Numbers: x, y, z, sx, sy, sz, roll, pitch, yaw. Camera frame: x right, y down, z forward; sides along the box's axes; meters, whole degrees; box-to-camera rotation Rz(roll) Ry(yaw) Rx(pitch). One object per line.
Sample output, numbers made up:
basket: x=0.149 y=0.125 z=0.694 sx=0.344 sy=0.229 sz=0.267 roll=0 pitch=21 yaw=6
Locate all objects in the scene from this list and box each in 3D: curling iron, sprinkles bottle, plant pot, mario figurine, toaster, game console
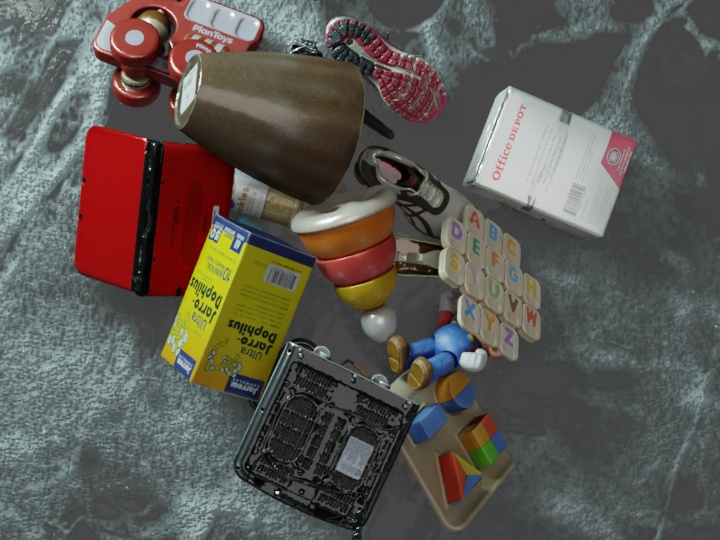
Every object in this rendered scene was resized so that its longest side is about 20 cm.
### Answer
curling iron: x=-0.024 y=-0.241 z=1.467 sx=0.049 sy=0.026 sz=0.200 roll=-33 pitch=120 yaw=30
sprinkles bottle: x=-0.174 y=-0.115 z=1.458 sx=0.197 sy=0.068 sz=0.069 roll=16 pitch=87 yaw=-6
plant pot: x=-0.125 y=-0.197 z=1.345 sx=0.198 sy=0.186 sz=0.190 roll=13 pitch=87 yaw=-26
mario figurine: x=0.133 y=0.080 z=1.449 sx=0.198 sy=0.106 sz=0.125 roll=-21 pitch=79 yaw=-35
toaster: x=-0.045 y=0.205 z=1.307 sx=0.179 sy=0.119 sz=0.202 roll=25 pitch=88 yaw=-4
game console: x=-0.271 y=-0.078 z=1.419 sx=0.170 sy=0.118 sz=0.203 roll=1 pitch=106 yaw=-31

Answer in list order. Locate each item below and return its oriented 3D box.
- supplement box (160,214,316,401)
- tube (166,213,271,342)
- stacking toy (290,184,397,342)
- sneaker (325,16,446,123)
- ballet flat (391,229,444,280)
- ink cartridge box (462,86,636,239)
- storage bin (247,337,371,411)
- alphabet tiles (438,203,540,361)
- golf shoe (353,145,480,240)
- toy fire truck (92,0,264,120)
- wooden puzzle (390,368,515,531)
supplement box: x=-0.159 y=0.048 z=1.390 sx=0.109 sy=0.109 sz=0.202 roll=20 pitch=93 yaw=-35
tube: x=-0.188 y=0.026 z=1.468 sx=0.077 sy=0.050 sz=0.201 roll=35 pitch=81 yaw=-6
stacking toy: x=0.000 y=0.000 z=1.422 sx=0.144 sy=0.146 sz=0.202 roll=-18 pitch=104 yaw=-6
sneaker: x=0.038 y=-0.284 z=1.486 sx=0.199 sy=0.075 sz=0.081 roll=39 pitch=105 yaw=-17
ballet flat: x=0.060 y=-0.023 z=1.485 sx=0.197 sy=0.062 sz=0.068 roll=3 pitch=90 yaw=-6
ink cartridge box: x=0.259 y=-0.147 z=1.499 sx=0.198 sy=0.085 sz=0.147 roll=22 pitch=87 yaw=-7
storage bin: x=-0.043 y=0.190 z=1.435 sx=0.200 sy=0.134 sz=0.146 roll=45 pitch=85 yaw=-5
alphabet tiles: x=0.177 y=0.014 z=1.448 sx=0.199 sy=0.015 sz=0.198 roll=34 pitch=47 yaw=-32
golf shoe: x=0.082 y=-0.102 z=1.478 sx=0.198 sy=0.088 sz=0.078 roll=29 pitch=84 yaw=-6
toy fire truck: x=-0.245 y=-0.302 z=1.443 sx=0.198 sy=0.112 sz=0.169 roll=20 pitch=61 yaw=1
wooden puzzle: x=0.122 y=0.217 z=1.442 sx=0.201 sy=0.046 sz=0.185 roll=56 pitch=40 yaw=-1
